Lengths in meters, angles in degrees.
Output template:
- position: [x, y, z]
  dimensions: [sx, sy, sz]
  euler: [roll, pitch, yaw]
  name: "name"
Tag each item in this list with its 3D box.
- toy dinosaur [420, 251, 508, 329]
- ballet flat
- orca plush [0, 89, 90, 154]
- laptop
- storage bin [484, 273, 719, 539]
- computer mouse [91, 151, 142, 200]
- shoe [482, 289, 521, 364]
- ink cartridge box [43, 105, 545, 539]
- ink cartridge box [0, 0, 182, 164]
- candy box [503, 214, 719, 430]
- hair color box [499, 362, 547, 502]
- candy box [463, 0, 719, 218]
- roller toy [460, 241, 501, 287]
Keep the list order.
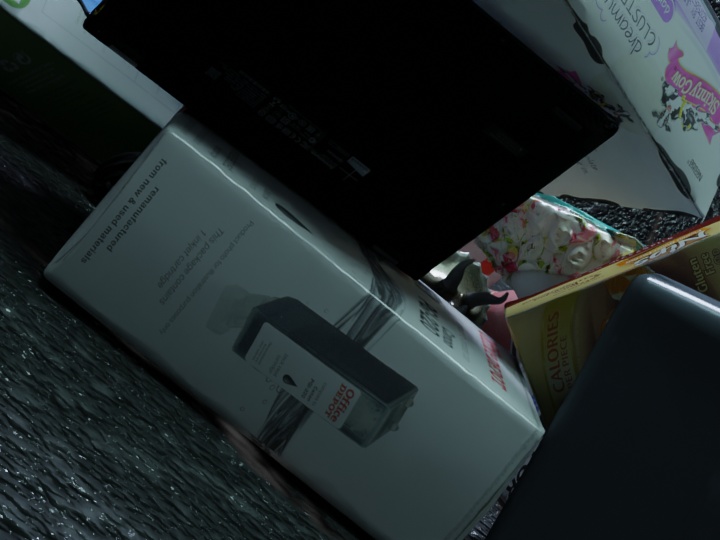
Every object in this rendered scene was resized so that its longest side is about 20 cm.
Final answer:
- position: [0.000, 0.000, 1.089]
  dimensions: [0.077, 0.102, 0.200]
  euler: [32, 12, -48]
  name: "toy dinosaur"
- position: [0.131, 0.022, 1.012]
  dimensions: [0.199, 0.064, 0.076]
  euler: [26, -20, -7]
  name: "ballet flat"
- position: [-0.135, -0.103, 1.156]
  dimensions: [0.200, 0.071, 0.105]
  euler: [35, 8, -28]
  name: "orca plush"
- position: [-0.018, -0.098, 0.913]
  dimensions: [0.187, 0.200, 0.116]
  euler: [36, 41, -21]
  name: "laptop"
- position: [0.134, 0.101, 0.862]
  dimensions: [0.134, 0.201, 0.146]
  euler: [29, 6, 10]
  name: "storage bin"
- position: [-0.035, -0.051, 1.054]
  dimensions: [0.059, 0.199, 0.034]
  euler: [91, -12, -69]
  name: "computer mouse"
- position: [0.100, 0.071, 1.273]
  dimensions: [0.091, 0.072, 0.200]
  euler: [12, -28, 29]
  name: "shoe"
- position: [-0.025, 0.023, 0.900]
  dimensions: [0.200, 0.085, 0.146]
  euler: [40, 7, -7]
  name: "ink cartridge box"
- position: [-0.154, -0.143, 1.052]
  dimensions: [0.059, 0.104, 0.200]
  euler: [-18, -44, 42]
  name: "ink cartridge box"
- position: [0.153, 0.089, 0.952]
  dimensions: [0.055, 0.115, 0.201]
  euler: [-63, 131, -82]
  name: "candy box"
- position: [0.139, 0.107, 1.100]
  dimensions: [0.064, 0.111, 0.200]
  euler: [33, 9, -31]
  name: "hair color box"
- position: [0.050, -0.109, 0.915]
  dimensions: [0.199, 0.072, 0.168]
  euler: [12, -26, 39]
  name: "candy box"
- position: [0.020, -0.077, 1.303]
  dimensions: [0.182, 0.200, 0.140]
  euler: [28, 10, -42]
  name: "roller toy"
